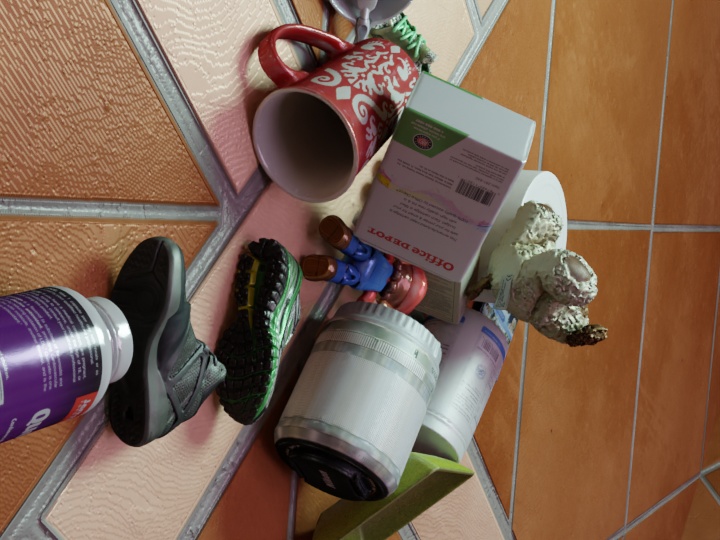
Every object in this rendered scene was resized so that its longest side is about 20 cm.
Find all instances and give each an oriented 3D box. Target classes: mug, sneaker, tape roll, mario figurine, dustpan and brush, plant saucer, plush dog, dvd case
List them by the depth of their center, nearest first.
[{"bbox_3d":[-0.186,0.063,1.059,0.114,0.075,0.203,-14,110,-59],"label":"sneaker"},{"bbox_3d":[-0.100,0.072,1.194,0.085,0.077,0.203,33,68,-56],"label":"sneaker"},{"bbox_3d":[-0.020,-0.201,1.229,0.200,0.132,0.180,-47,135,-49],"label":"mug"},{"bbox_3d":[0.008,-0.323,1.290,0.201,0.137,0.058,106,-16,-48],"label":"dustpan and brush"},{"bbox_3d":[0.000,0.000,1.367,0.199,0.123,0.107,29,32,-48],"label":"mario figurine"},{"bbox_3d":[0.060,-0.288,1.378,0.077,0.088,0.202,-55,138,-37],"label":"sneaker"},{"bbox_3d":[0.036,0.295,1.388,0.199,0.048,0.200,-38,159,9],"label":"plant saucer"},{"bbox_3d":[0.249,0.033,1.461,0.172,0.160,0.201,42,17,-31],"label":"plush dog"},{"bbox_3d":[0.212,-0.051,1.625,0.202,0.138,0.206,-15,108,-56],"label":"tape roll"},{"bbox_3d":[0.228,0.063,1.786,0.143,0.017,0.202,54,52,-47],"label":"dvd case"}]

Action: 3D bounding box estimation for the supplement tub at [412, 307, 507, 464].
[{"bbox_3d":[0.117,0.161,1.517,0.201,0.130,0.133,-60,142,-31],"label":"supplement tub"}]

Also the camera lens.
[{"bbox_3d":[-0.002,0.160,1.294,0.161,0.158,0.202,57,49,-46],"label":"camera lens"}]

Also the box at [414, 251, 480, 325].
[{"bbox_3d":[0.107,-0.020,1.440,0.201,0.094,0.078,88,27,-59],"label":"box"}]

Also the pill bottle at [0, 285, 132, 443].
[{"bbox_3d":[-0.280,0.076,0.869,0.199,0.111,0.114,-15,109,-56],"label":"pill bottle"}]

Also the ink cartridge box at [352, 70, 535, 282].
[{"bbox_3d":[0.093,-0.103,1.238,0.084,0.143,0.201,-66,180,-46],"label":"ink cartridge box"}]
